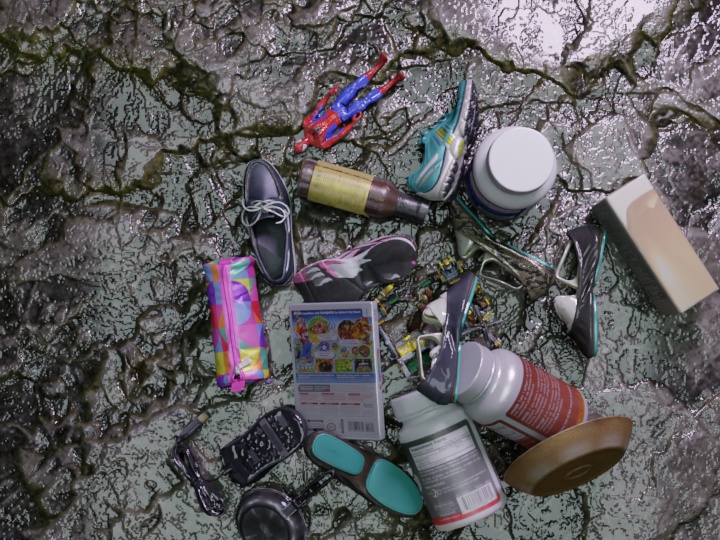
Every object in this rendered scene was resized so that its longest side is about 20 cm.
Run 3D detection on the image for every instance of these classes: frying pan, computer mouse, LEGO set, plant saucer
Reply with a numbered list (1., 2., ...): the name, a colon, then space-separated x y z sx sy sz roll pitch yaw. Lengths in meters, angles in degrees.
1. frying pan: -0.102 0.364 1.552 0.190 0.031 0.115 -19 96 25
2. computer mouse: -0.182 0.257 1.592 0.200 0.046 0.140 -41 74 -3
3. LEGO set: 0.098 0.069 1.563 0.200 0.116 0.154 -21 86 -2
4. plant saucer: 0.301 0.271 1.509 0.200 0.200 0.035 -23 60 -1

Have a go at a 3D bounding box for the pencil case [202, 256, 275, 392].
1. pencil case: -0.183 0.078 1.580 0.088 0.088 0.200 -9 84 0

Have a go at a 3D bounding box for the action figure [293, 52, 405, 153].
1. action figure: -0.025 -0.248 1.624 0.200 0.052 0.065 -42 90 0

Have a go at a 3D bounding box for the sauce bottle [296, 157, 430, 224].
1. sauce bottle: 0.004 -0.114 1.604 0.200 0.065 0.065 17 86 2

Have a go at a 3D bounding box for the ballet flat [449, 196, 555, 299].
1. ballet flat: 0.194 -0.027 1.588 0.200 0.068 0.075 38 95 13

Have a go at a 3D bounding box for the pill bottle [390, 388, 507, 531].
1. pill bottle: 0.124 0.264 1.551 0.114 0.114 0.200 -23 86 -1

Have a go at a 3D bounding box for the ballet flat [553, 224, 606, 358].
1. ballet flat: 0.323 0.030 1.589 0.068 0.068 0.200 5 76 9

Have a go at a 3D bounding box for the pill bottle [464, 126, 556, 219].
1. pill bottle: 0.218 -0.142 1.537 0.120 0.200 0.120 0 86 0

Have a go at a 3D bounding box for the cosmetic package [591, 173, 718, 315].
1. cosmetic package: 0.432 -0.035 1.578 0.071 0.105 0.200 -32 88 -2

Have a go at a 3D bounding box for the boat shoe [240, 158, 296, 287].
1. boat shoe: -0.140 -0.073 1.603 0.075 0.062 0.200 -6 85 2

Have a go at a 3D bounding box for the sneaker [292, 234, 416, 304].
1. sneaker: 0.000 0.000 1.594 0.200 0.086 0.080 -16 102 19

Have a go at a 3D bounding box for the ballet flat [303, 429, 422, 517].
1. ballet flat: 0.002 0.295 1.567 0.200 0.068 0.068 36 67 -9

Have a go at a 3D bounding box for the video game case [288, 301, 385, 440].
1. video game case: -0.035 0.147 1.567 0.143 0.018 0.200 -3 92 29

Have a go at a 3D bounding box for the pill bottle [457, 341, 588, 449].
1. pill bottle: 0.218 0.181 1.522 0.200 0.112 0.112 30 86 -25

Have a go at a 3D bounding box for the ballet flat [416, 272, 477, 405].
1. ballet flat: 0.114 0.087 1.475 0.073 0.073 0.200 12 66 1

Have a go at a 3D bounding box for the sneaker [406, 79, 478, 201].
1. sneaker: 0.126 -0.201 1.601 0.080 0.078 0.200 15 74 21
